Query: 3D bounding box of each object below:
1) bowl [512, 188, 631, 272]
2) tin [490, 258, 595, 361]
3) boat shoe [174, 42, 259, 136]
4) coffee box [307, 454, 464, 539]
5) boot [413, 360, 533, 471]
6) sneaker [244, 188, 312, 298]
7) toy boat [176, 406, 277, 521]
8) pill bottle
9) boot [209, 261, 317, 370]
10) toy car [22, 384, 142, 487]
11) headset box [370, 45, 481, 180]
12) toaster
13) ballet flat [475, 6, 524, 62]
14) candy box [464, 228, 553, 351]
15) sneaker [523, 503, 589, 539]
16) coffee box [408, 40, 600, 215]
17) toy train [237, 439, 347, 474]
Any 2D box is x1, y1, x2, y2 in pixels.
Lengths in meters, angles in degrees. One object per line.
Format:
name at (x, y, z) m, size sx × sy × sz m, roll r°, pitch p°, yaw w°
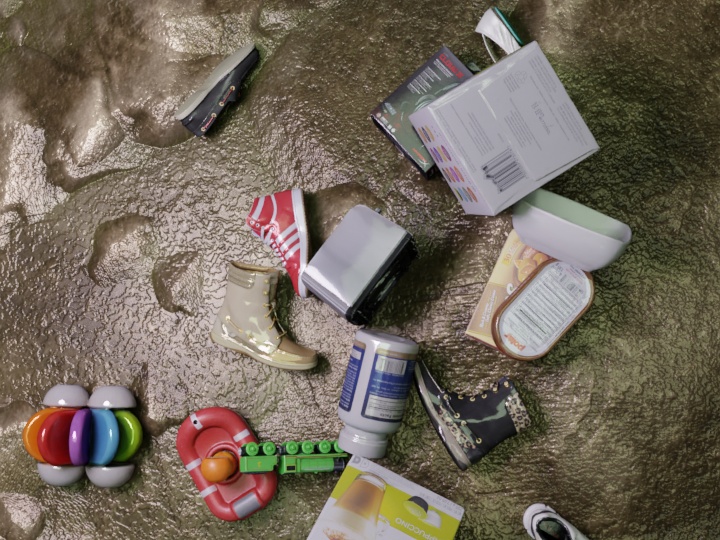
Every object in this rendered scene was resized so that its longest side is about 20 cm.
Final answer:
bowl at (0.343, -0.066, 1.572) m, size 0.200 × 0.200 × 0.075 m, roll 25°, pitch 108°, yaw 10°
tin at (0.305, 0.063, 1.577) m, size 0.112 × 0.042 × 0.200 m, roll 43°, pitch 86°, yaw 7°
boat shoe at (-0.252, -0.332, 1.728) m, size 0.063 × 0.074 × 0.201 m, roll 45°, pitch 77°, yaw -26°
coffee box at (0.021, 0.458, 1.486) m, size 0.199 × 0.200 × 0.198 m, roll 24°, pitch 43°, yaw 9°
boot at (0.187, 0.221, 1.608) m, size 0.150 × 0.073 × 0.200 m, roll -27°, pitch 71°, yaw -3°
sneaker at (-0.145, -0.043, 1.674) m, size 0.112 × 0.071 × 0.201 m, roll -7°, pitch 75°, yaw 1°
toy boat at (-0.236, 0.329, 1.609) m, size 0.130 × 0.131 × 0.200 m, roll -32°, pitch 81°, yaw 1°
pill bottle at (0.024, 0.208, 1.595) m, size 0.111 × 0.111 × 0.201 m, roll 14°, pitch 93°, yaw 8°
boot at (-0.154, 0.078, 1.644) m, size 0.200 × 0.073 × 0.156 m, roll 19°, pitch 103°, yaw 14°
toy car at (-0.483, 0.286, 1.631) m, size 0.199 × 0.150 × 0.176 m, roll 1°, pitch 83°, yaw 6°
headset box at (0.141, -0.284, 1.671) m, size 0.200 × 0.077 × 0.149 m, roll -42°, pitch 81°, yaw 2°
toaster at (0.000, 0.000, 1.602) m, size 0.119 × 0.181 × 0.200 m, roll 36°, pitch 87°, yaw 12°
ballet flat at (0.276, -0.378, 1.680) m, size 0.069 × 0.069 × 0.200 m, roll -37°, pitch 77°, yaw 1°
candy box at (0.272, 0.044, 1.627) m, size 0.115 × 0.055 × 0.200 m, roll 24°, pitch 86°, yaw 7°
sneaker at (0.355, 0.467, 1.557) m, size 0.200 × 0.080 × 0.074 m, roll 35°, pitch 86°, yaw 7°
coffee box at (0.224, -0.223, 1.529) m, size 0.200 × 0.198 × 0.200 m, roll -32°, pitch 97°, yaw -3°
toy train at (-0.111, 0.317, 1.601) m, size 0.199 × 0.042 × 0.057 m, roll 4°, pitch 75°, yaw -25°
